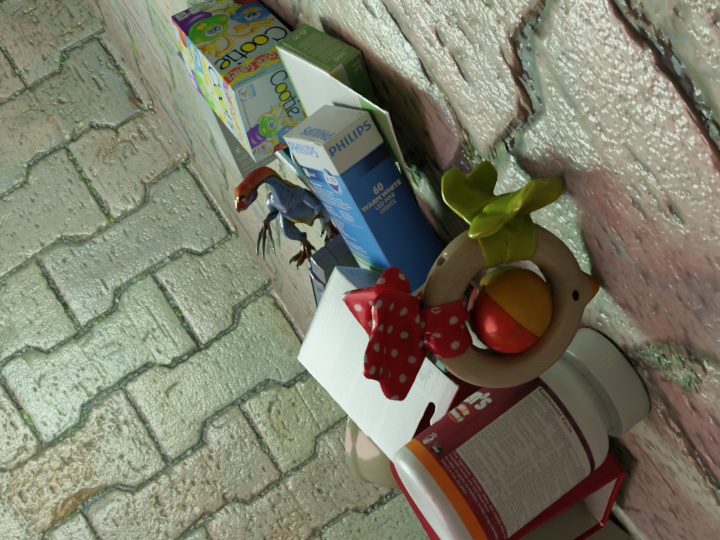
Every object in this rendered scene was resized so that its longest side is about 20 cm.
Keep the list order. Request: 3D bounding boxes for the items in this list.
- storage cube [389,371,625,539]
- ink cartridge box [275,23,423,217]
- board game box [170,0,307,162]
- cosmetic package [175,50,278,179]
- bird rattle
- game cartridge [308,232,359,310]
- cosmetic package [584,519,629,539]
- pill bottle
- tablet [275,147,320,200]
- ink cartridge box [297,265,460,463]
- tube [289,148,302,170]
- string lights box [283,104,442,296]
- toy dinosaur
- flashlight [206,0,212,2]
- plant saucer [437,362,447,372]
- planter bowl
[{"bbox_3d":[0.141,0.206,0.968,0.181,0.198,0.172,55,168,30],"label":"storage cube"},{"bbox_3d":[0.003,-0.151,0.947,0.199,0.048,0.146,37,159,43],"label":"ink cartridge box"},{"bbox_3d":[-0.134,-0.238,1.117,0.200,0.102,0.106,49,161,42],"label":"board game box"},{"bbox_3d":[-0.170,-0.240,1.321,0.090,0.106,0.201,50,170,31],"label":"cosmetic package"},{"bbox_3d":[0.092,0.023,0.695,0.162,0.201,0.113,34,177,-19],"label":"bird rattle"},{"bbox_3d":[0.000,0.000,1.100,0.038,0.129,0.201,49,165,22],"label":"game cartridge"},{"bbox_3d":[0.201,0.288,1.096,0.199,0.087,0.104,36,157,24],"label":"cosmetic package"},{"bbox_3d":[0.134,0.141,0.779,0.110,0.199,0.110,53,169,14],"label":"pill bottle"},{"bbox_3d":[-0.049,-0.109,1.197,0.200,0.014,0.130,47,-167,11],"label":"tablet"},{"bbox_3d":[0.026,0.093,0.890,0.050,0.110,0.200,4,-152,-42],"label":"ink cartridge box"},{"bbox_3d":[-0.075,-0.180,1.210,0.200,0.050,0.078,-114,1,-66],"label":"tube"},{"bbox_3d":[0.010,-0.060,0.927,0.201,0.059,0.103,60,165,-25],"label":"string lights box"},{"bbox_3d":[-0.097,-0.081,1.168,0.182,0.104,0.201,57,-169,-42],"label":"toy dinosaur"},{"bbox_3d":[-0.155,-0.352,1.019,0.068,0.067,0.200,52,171,-5],"label":"flashlight"},{"bbox_3d":[0.082,0.059,1.061,0.200,0.027,0.204,176,90,-82],"label":"plant saucer"},{"bbox_3d":[0.089,0.233,1.373,0.133,0.201,0.202,14,145,32],"label":"planter bowl"}]
